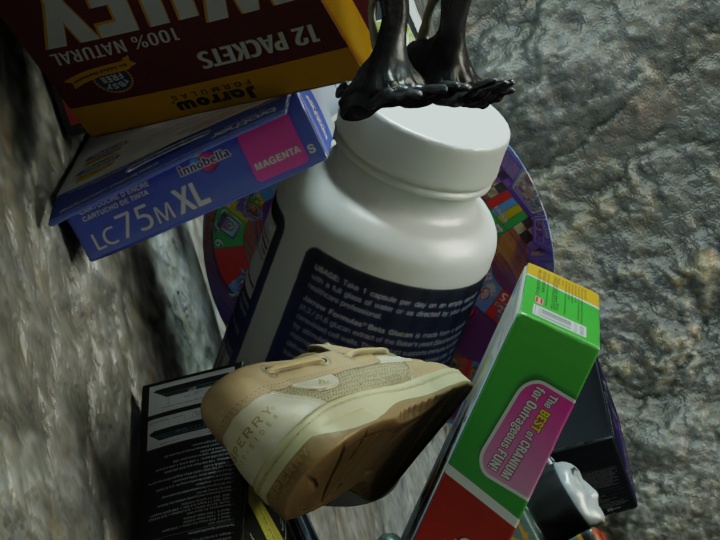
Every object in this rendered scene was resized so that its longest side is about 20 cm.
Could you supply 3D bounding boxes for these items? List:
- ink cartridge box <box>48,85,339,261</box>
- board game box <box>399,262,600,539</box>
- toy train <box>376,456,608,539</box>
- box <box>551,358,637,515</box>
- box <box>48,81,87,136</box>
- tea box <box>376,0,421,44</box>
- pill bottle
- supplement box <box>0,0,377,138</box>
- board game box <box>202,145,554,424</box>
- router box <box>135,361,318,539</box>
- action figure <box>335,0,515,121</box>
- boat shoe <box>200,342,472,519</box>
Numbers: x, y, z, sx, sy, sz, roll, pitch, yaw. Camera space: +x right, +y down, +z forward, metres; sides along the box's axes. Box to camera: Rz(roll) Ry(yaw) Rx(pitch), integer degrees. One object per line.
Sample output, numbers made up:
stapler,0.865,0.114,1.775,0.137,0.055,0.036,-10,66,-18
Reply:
ink cartridge box,-0.069,-0.062,1.109,0.200,0.119,0.042,-78,144,-73
board game box,0.053,0.104,1.148,0.153,0.040,0.201,-57,171,-79
toy train,0.051,0.181,1.285,0.114,0.200,0.085,62,7,12
box,0.279,0.211,3.140,0.200,0.104,0.148,65,14,-55
box,-0.139,-0.176,1.140,0.137,0.038,0.201,-80,154,-72
tea box,-0.009,-0.065,1.499,0.200,0.133,0.197,61,16,-60
pill bottle,0.002,0.006,1.198,0.111,0.111,0.201,-90,-161,-62
supplement box,-0.084,-0.201,1.015,0.197,0.132,0.201,56,31,-45
board game box,0.000,0.000,1.277,0.039,0.199,0.159,-34,135,-63
router box,-0.045,0.168,1.103,0.158,0.052,0.200,-94,167,-52
action figure,0.023,-0.163,0.950,0.119,0.102,0.201,-5,86,-57
boat shoe,-0.007,0.059,1.083,0.064,0.071,0.200,41,13,15
